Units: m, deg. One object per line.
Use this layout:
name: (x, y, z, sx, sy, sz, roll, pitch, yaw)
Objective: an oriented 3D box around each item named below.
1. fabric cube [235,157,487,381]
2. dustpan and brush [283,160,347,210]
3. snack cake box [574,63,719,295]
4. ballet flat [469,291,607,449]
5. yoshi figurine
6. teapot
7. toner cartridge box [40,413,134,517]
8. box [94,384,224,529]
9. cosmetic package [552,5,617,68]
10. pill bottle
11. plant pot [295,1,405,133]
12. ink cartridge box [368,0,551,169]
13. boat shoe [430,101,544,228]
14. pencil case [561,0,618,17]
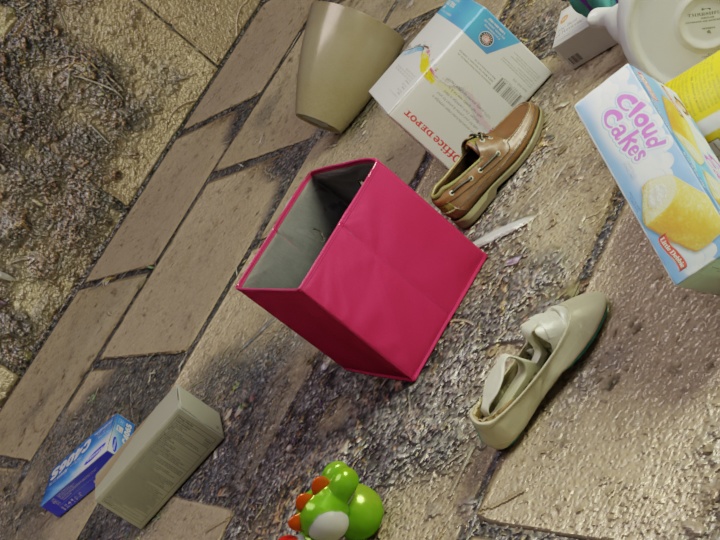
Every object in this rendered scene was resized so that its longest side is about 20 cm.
fabric cube: (0.000, 0.000, 1.511, 0.200, 0.199, 0.196, -59, 23, -16)
dustpan and brush: (-0.100, -0.103, 2.051, 0.200, 0.057, 0.140, -21, 26, 40)
snack cake box: (0.287, -0.080, 1.080, 0.067, 0.115, 0.200, -38, 63, 29)
ballet flat: (0.179, 0.091, 1.214, 0.200, 0.069, 0.069, -55, 23, -8)
yoshi figurine: (-0.037, 0.309, 1.296, 0.201, 0.112, 0.112, -65, -18, 4)
teapot: (0.375, -0.283, 1.274, 0.198, 0.200, 0.146, -56, 0, 28)
toner cartridge box: (-0.485, 0.347, 2.104, 0.200, 0.043, 0.095, -40, 27, 26)
box: (-0.306, 0.283, 1.803, 0.200, 0.095, 0.078, -47, 23, 8)
cosmetic package: (0.348, -0.352, 1.567, 0.200, 0.051, 0.083, -28, 32, 44)
pill bottle: (0.358, -0.153, 1.175, 0.200, 0.114, 0.115, -31, 31, 39)
plant pot: (-0.041, -0.361, 2.178, 0.187, 0.187, 0.201, 18, 85, 66)
ink cartridge box: (0.139, -0.271, 1.714, 0.200, 0.147, 0.146, -47, 24, 9)
boat shoe: (0.171, -0.154, 1.583, 0.200, 0.068, 0.072, -55, 22, -11)
pencil case: (0.341, -0.338, 1.442, 0.085, 0.093, 0.200, -44, 40, -14)
